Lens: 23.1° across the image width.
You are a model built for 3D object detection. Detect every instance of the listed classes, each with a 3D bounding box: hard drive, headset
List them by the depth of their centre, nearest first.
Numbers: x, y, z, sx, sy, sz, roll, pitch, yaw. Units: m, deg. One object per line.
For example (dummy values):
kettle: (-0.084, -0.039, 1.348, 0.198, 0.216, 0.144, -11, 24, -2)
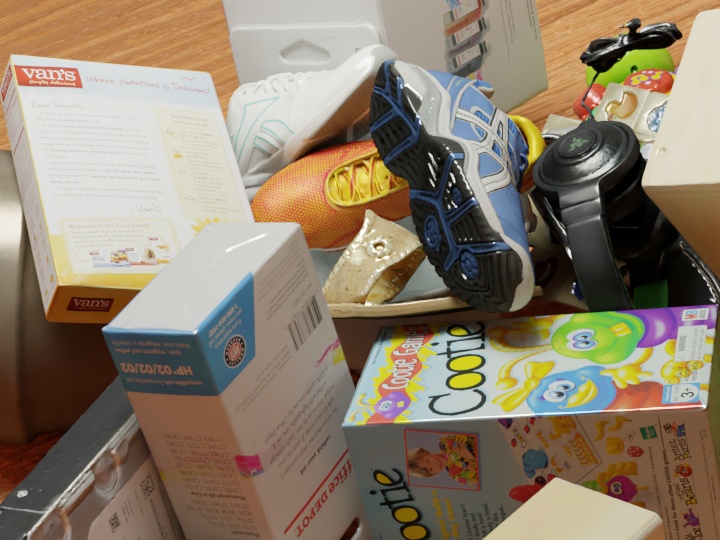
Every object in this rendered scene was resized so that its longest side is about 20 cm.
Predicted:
hard drive: (-0.126, 0.142, 0.980, 0.038, 0.140, 0.200, 3, 32, 29)
headset: (0.163, -0.053, 1.059, 0.094, 0.123, 0.201, -16, 64, 23)

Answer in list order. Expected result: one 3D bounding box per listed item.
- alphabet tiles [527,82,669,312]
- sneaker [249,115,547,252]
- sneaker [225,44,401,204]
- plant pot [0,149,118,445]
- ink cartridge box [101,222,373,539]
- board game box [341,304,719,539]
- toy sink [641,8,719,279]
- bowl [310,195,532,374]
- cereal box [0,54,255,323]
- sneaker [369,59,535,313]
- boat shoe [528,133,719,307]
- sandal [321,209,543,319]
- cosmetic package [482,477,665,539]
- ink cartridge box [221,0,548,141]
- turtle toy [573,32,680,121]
alphabet tiles: (0.194, -0.043, 1.192, 0.200, 0.006, 0.167, 17, 75, 33)
sneaker: (0.022, -0.065, 1.141, 0.199, 0.073, 0.077, -16, -16, 1)
sneaker: (-0.049, -0.105, 1.206, 0.070, 0.080, 0.200, -14, -16, -46)
plant pot: (-0.171, 0.020, 1.196, 0.173, 0.200, 0.200, 1, 28, -5)
ink cartridge box: (-0.058, 0.087, 0.987, 0.068, 0.200, 0.115, 0, 31, 32)
board game box: (0.105, 0.093, 0.995, 0.199, 0.105, 0.103, -4, 30, 17)
toy sink: (0.273, -0.051, 1.068, 0.112, 0.200, 0.131, -1, 58, 43)
bowl: (0.024, 0.011, 1.195, 0.200, 0.091, 0.201, -11, 28, 6)
cereal box: (-0.146, -0.053, 1.130, 0.144, 0.040, 0.200, 3, 48, -26)
sneaker: (0.069, -0.057, 1.034, 0.077, 0.076, 0.200, -1, 46, -21)
boat shoe: (0.173, -0.018, 1.147, 0.074, 0.060, 0.200, -38, 53, 4)
sandal: (-0.001, 0.000, 1.055, 0.211, 0.070, 0.078, -10, -5, 9)
cosmetic package: (0.063, 0.199, 0.831, 0.200, 0.105, 0.071, -33, 34, -34)
ink cartridge box: (0.020, -0.169, 1.299, 0.145, 0.145, 0.200, 5, 25, 37)
turtle toy: (0.214, -0.106, 1.304, 0.145, 0.101, 0.200, -13, 29, 3)
